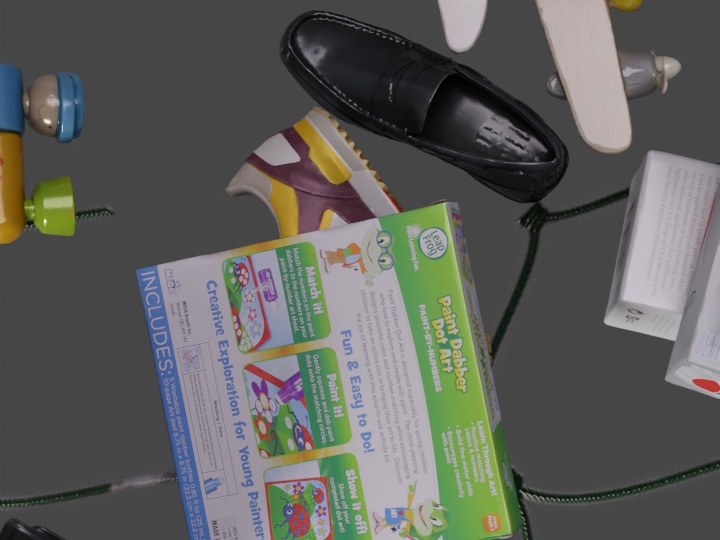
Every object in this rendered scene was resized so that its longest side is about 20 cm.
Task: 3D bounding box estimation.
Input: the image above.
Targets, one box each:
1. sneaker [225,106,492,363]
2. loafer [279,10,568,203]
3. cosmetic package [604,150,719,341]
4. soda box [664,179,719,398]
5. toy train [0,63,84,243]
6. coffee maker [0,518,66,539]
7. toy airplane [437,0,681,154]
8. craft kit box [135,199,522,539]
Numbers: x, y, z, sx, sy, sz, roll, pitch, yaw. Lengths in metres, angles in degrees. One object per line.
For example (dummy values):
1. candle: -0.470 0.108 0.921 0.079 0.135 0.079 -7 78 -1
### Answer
1. sneaker: 0.000 0.000 1.364 0.090 0.075 0.200 -37 77 2
2. loafer: 0.041 -0.110 1.383 0.200 0.070 0.068 29 78 4
3. cosmetic package: 0.260 0.002 1.366 0.199 0.071 0.102 14 76 1
4. soda box: 0.240 -0.024 1.300 0.063 0.068 0.201 17 77 1
5. toy train: -0.227 -0.033 1.358 0.115 0.085 0.201 -1 77 -16
6. coffee maker: -0.208 0.249 1.264 0.191 0.135 0.201 29 78 5
7. toy airplane: 0.137 -0.201 1.385 0.199 0.141 0.201 34 108 19
8. craft kit box: -0.019 0.075 1.312 0.196 0.048 0.201 -11 89 15
